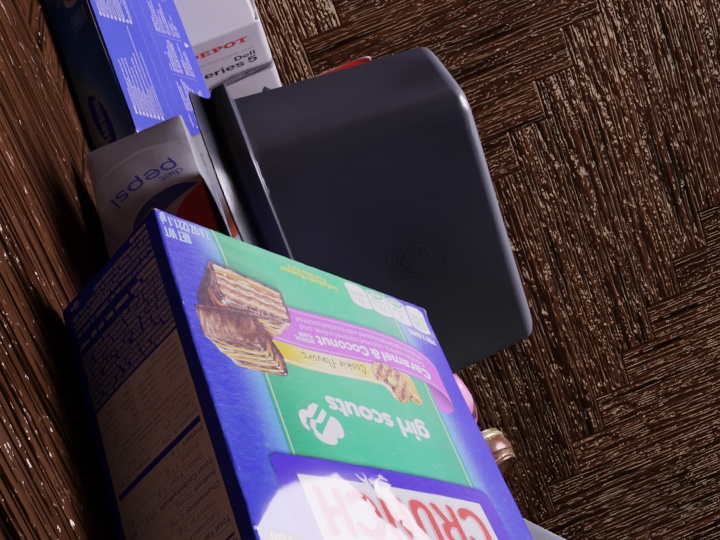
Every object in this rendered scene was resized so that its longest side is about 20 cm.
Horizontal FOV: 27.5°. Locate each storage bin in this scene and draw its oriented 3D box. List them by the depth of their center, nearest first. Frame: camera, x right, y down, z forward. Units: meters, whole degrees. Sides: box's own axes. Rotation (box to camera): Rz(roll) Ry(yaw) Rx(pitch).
[{"bbox_3d":[0.004,-0.024,0.811,0.146,0.134,0.200,-115,-174,-60],"label":"storage bin"}]

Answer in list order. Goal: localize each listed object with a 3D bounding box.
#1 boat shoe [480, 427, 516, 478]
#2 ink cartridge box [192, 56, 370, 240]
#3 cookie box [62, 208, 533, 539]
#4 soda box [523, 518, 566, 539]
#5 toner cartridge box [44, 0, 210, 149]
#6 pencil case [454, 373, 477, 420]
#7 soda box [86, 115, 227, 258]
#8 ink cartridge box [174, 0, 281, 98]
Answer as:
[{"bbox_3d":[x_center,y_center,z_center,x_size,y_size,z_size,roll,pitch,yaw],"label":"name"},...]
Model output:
[{"bbox_3d":[0.040,0.194,1.001,0.068,0.200,0.072,41,-9,24],"label":"boat shoe"},{"bbox_3d":[-0.066,-0.058,1.061,0.162,0.200,0.050,72,-7,-68],"label":"ink cartridge box"},{"bbox_3d":[-0.019,0.087,0.614,0.171,0.075,0.200,21,33,-39],"label":"cookie box"},{"bbox_3d":[0.057,0.248,0.928,0.068,0.200,0.064,24,-27,30],"label":"soda box"},{"bbox_3d":[-0.168,-0.159,1.064,0.095,0.043,0.200,8,52,-49],"label":"toner cartridge box"},{"bbox_3d":[0.000,0.139,1.040,0.091,0.200,0.094,42,-46,21],"label":"pencil case"},{"bbox_3d":[-0.101,0.000,0.824,0.200,0.063,0.068,-114,-178,-49],"label":"soda box"},{"bbox_3d":[-0.152,-0.184,1.275,0.200,0.145,0.084,73,-4,-74],"label":"ink cartridge box"}]
